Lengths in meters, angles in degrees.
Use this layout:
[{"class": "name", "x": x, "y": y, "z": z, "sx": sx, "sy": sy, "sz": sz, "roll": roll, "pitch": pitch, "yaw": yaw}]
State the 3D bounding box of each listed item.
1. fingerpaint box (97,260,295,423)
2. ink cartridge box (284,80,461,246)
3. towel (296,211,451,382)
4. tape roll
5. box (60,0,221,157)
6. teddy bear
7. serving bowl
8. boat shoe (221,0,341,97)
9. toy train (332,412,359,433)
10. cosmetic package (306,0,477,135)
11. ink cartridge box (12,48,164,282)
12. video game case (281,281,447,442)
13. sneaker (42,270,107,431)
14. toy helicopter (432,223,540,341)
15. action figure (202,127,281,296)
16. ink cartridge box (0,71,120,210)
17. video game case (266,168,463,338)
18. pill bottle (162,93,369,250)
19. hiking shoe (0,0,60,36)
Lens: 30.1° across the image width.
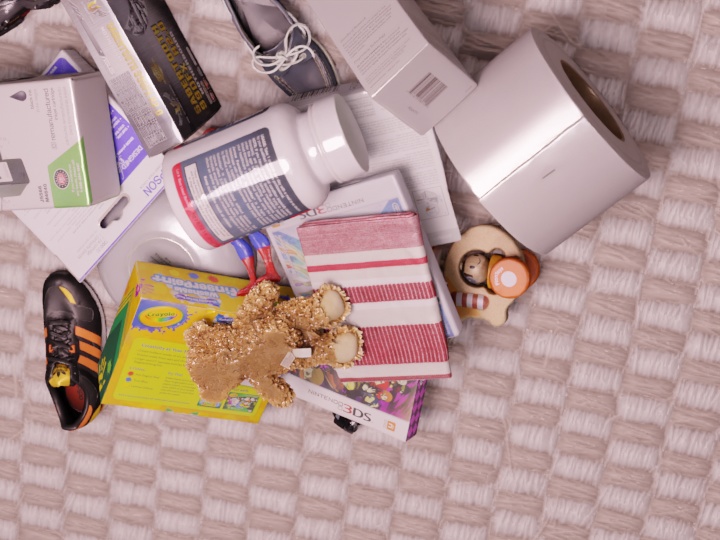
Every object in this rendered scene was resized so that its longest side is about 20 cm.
[{"class": "fingerpaint box", "x": -0.191, "y": 0.087, "z": 1.577, "sx": 0.200, "sy": 0.073, "sz": 0.167, "roll": 10, "pitch": 125, "yaw": -23}, {"class": "ink cartridge box", "x": 0.016, "y": -0.115, "z": 1.503, "sx": 0.160, "sy": 0.047, "sz": 0.200, "roll": -11, "pitch": 116, "yaw": 14}, {"class": "towel", "x": 0.018, "y": 0.032, "z": 1.488, "sx": 0.144, "sy": 0.023, "sz": 0.200, "roll": -4, "pitch": 114, "yaw": 24}, {"class": "tape roll", "x": 0.192, "y": -0.137, "z": 1.414, "sx": 0.139, "sy": 0.203, "sz": 0.203, "roll": -38, "pitch": 100, "yaw": 19}, {"class": "box", "x": -0.238, "y": -0.239, "z": 1.471, "sx": 0.048, "sy": 0.158, "sz": 0.200, "roll": -24, "pitch": 104, "yaw": 17}, {"class": "teddy bear", "x": -0.096, "y": 0.080, "z": 1.499, "sx": 0.200, "sy": 0.067, "sz": 0.145, "roll": -33, "pitch": 112, "yaw": 13}, {"class": "serving bowl", "x": -0.229, "y": -0.010, "z": 1.605, "sx": 0.200, "sy": 0.066, "sz": 0.200, "roll": 3, "pitch": 111, "yaw": 9}, {"class": "boat shoe", "x": -0.091, "y": -0.257, "z": 1.491, "sx": 0.075, "sy": 0.062, "sz": 0.200, "roll": -29, "pitch": 105, "yaw": 13}, {"class": "toy train", "x": 0.006, "y": 0.108, "z": 1.628, "sx": 0.046, "sy": 0.034, "sz": 0.200, "roll": 25, "pitch": 114, "yaw": 13}, {"class": "cosmetic package", "x": 0.024, "y": -0.249, "z": 1.392, "sx": 0.085, "sy": 0.200, "sz": 0.108, "roll": -42, "pitch": 143, "yaw": 15}, {"class": "ink cartridge box", "x": -0.335, "y": -0.123, "z": 1.579, "sx": 0.200, "sy": 0.043, "sz": 0.198, "roll": 46, "pitch": 110, "yaw": 2}, {"class": "video game case", "x": 0.000, "y": 0.081, "z": 1.582, "sx": 0.181, "sy": 0.036, "sz": 0.200, "roll": 20, "pitch": 112, "yaw": 23}, {"class": "sneaker", "x": -0.358, "y": 0.103, "z": 1.654, "sx": 0.070, "sy": 0.090, "sz": 0.200, "roll": -3, "pitch": 110, "yaw": 11}, {"class": "toy helicopter", "x": 0.108, "y": 0.032, "z": 1.556, "sx": 0.132, "sy": 0.079, "sz": 0.200, "roll": 36, "pitch": 108, "yaw": 8}, {"class": "action figure", "x": -0.147, "y": -0.073, "z": 1.544, "sx": 0.065, "sy": 0.052, "sz": 0.200, "roll": -34, "pitch": 67, "yaw": 48}, {"class": "ink cartridge box", "x": -0.388, "y": -0.144, "z": 1.522, "sx": 0.200, "sy": 0.084, "sz": 0.146, "roll": -3, "pitch": 103, "yaw": 17}, {"class": "video game case", "x": 0.000, "y": 0.000, "z": 1.505, "sx": 0.182, "sy": 0.022, "sz": 0.200, "roll": -14, "pitch": 108, "yaw": 30}, {"class": "pill bottle", "x": -0.098, "y": -0.109, "z": 1.428, "sx": 0.200, "sy": 0.120, "sz": 0.120, "roll": -21, "pitch": 105, "yaw": 14}, {"class": "hiking shoe", "x": -0.422, "y": -0.324, "z": 1.525, "sx": 0.200, "sy": 0.076, "sz": 0.101, "roll": -25, "pitch": 96, "yaw": 8}]
